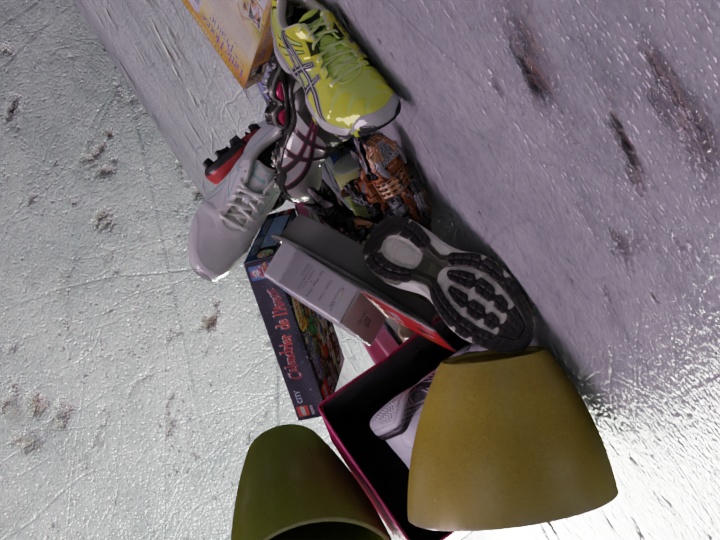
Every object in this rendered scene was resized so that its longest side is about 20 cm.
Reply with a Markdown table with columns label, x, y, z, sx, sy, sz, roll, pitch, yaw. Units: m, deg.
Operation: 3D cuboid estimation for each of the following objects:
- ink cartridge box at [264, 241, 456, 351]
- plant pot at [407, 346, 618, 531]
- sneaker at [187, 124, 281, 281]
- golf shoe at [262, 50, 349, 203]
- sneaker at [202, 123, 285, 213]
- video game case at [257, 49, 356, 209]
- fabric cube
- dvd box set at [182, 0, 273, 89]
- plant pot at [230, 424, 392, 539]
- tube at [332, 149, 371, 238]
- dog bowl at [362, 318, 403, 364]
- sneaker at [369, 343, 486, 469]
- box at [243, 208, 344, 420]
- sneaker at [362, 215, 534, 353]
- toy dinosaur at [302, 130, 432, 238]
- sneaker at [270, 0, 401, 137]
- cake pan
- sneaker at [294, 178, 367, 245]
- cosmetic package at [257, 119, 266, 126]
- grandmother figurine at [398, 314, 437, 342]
| label | x | y | z | sx | sy | sz | roll | pitch | yaw |
| --- | --- | --- | --- | --- | --- | --- | --- | --- | --- |
| ink cartridge box | 0.003 | 0.046 | 1.607 | 0.175 | 0.045 | 0.200 | 31 | 177 | 13 |
| plant pot | 0.132 | 0.149 | 1.479 | 0.200 | 0.198 | 0.144 | -175 | 77 | -80 |
| sneaker | -0.125 | -0.082 | 1.717 | 0.070 | 0.202 | 0.080 | 30 | 167 | -9 |
| golf shoe | -0.047 | -0.135 | 1.611 | 0.201 | 0.087 | 0.078 | 86 | -167 | -55 |
| sneaker | -0.125 | -0.114 | 1.861 | 0.098 | 0.071 | 0.201 | 51 | -169 | -7 |
| video game case | -0.064 | -0.190 | 1.746 | 0.181 | 0.045 | 0.201 | 49 | 168 | 40 |
| fabric cube | 0.089 | 0.192 | 1.766 | 0.197 | 0.199 | 0.200 | 54 | 173 | 15 |
| dvd box set | -0.130 | -0.294 | 1.611 | 0.147 | 0.029 | 0.200 | 55 | 155 | 14 |
| plant pot | -0.067 | 0.272 | 1.772 | 0.201 | 0.186 | 0.188 | -108 | -7 | -51 |
| tube | 0.035 | -0.038 | 1.721 | 0.201 | 0.052 | 0.058 | 61 | 175 | -27 |
| dog bowl | 0.067 | 0.112 | 2.023 | 0.201 | 0.073 | 0.200 | 56 | 172 | 12 |
| sneaker | 0.108 | 0.147 | 1.607 | 0.115 | 0.200 | 0.075 | 55 | -148 | 6 |
| box | -0.072 | 0.049 | 1.800 | 0.137 | 0.037 | 0.202 | -73 | -32 | -64 |
| sneaker | 0.097 | 0.017 | 1.513 | 0.200 | 0.077 | 0.088 | 37 | -177 | 34 |
| toy dinosaur | 0.024 | -0.060 | 1.591 | 0.135 | 0.102 | 0.202 | 27 | 132 | 40 |
| sneaker | -0.034 | -0.193 | 1.465 | 0.200 | 0.075 | 0.077 | 46 | 165 | 41 |
| cake pan | 0.000 | 0.000 | 1.657 | 0.199 | 0.037 | 0.200 | 30 | 177 | 2 |
| sneaker | -0.016 | -0.042 | 1.870 | 0.081 | 0.085 | 0.201 | -98 | -9 | -45 |
| cosmetic package | -0.054 | -0.102 | 1.999 | 0.201 | 0.051 | 0.151 | 60 | 173 | -16 |
| grandmother figurine | 0.049 | 0.019 | 1.844 | 0.201 | 0.060 | 0.122 | 71 | 176 | -50 |
